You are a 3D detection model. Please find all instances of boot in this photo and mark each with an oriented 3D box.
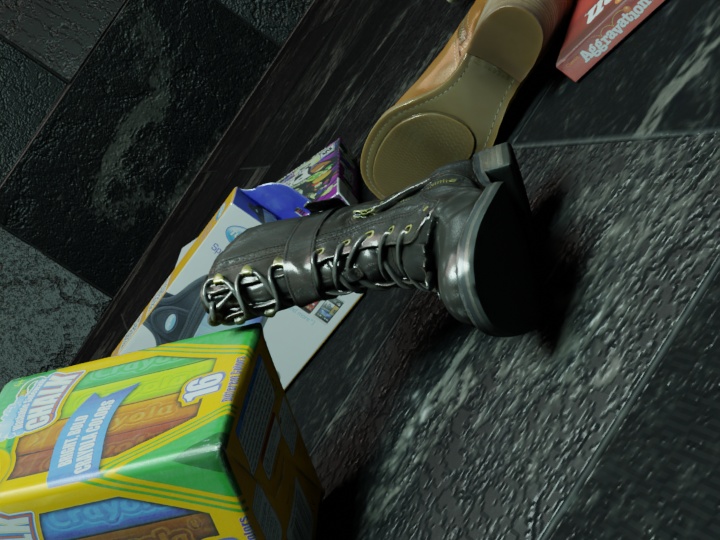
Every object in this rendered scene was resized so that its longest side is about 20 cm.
[{"bbox_3d":[0.000,0.000,0.631,0.174,0.069,0.200,-15,16,13],"label":"boot"},{"bbox_3d":[0.085,-0.140,0.865,0.200,0.074,0.155,-46,9,39],"label":"boot"}]

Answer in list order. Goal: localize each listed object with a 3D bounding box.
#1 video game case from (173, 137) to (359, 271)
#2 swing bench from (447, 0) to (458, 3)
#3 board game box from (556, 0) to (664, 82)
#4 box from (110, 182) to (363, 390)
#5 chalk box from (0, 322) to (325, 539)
[{"bbox_3d":[-0.090,-0.032,1.144,0.200,0.036,0.181,-34,18,12],"label":"video game case"},{"bbox_3d":[0.127,-0.363,1.112,0.199,0.130,0.200,-56,18,-4],"label":"swing bench"},{"bbox_3d":[0.191,-0.202,0.721,0.200,0.019,0.103,-43,19,45],"label":"board game box"},{"bbox_3d":[-0.088,0.033,0.926,0.200,0.119,0.041,-51,14,22],"label":"box"},{"bbox_3d":[-0.135,0.126,0.655,0.200,0.124,0.125,-13,25,10],"label":"chalk box"}]
